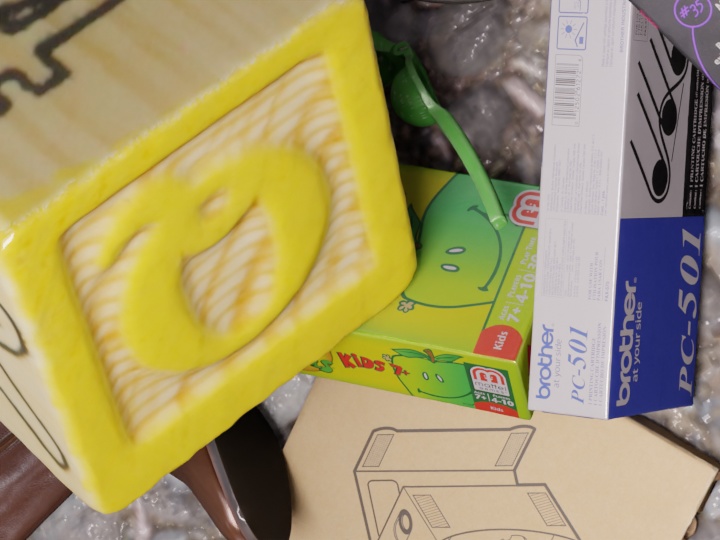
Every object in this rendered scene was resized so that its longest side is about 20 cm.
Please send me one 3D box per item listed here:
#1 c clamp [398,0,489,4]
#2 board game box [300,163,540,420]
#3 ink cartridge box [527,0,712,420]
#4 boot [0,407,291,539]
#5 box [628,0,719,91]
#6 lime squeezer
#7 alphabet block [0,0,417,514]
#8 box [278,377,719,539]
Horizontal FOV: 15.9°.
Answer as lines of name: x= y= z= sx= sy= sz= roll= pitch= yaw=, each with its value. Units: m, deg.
c clamp: x=0.023 y=-0.211 z=1.252 sx=0.170 sy=0.027 sz=0.201 roll=-33 pitch=79 yaw=15
board game box: x=0.000 y=0.000 z=1.228 sx=0.199 sy=0.048 sz=0.102 roll=10 pitch=56 yaw=21
ink cartridge box: x=0.121 y=-0.036 z=1.178 sx=0.044 sy=0.094 sz=0.201 roll=6 pitch=94 yaw=32
boot: x=-0.142 y=0.113 z=1.298 sx=0.200 sy=0.064 sz=0.187 roll=-37 pitch=55 yaw=16
box: x=0.143 y=-0.183 z=1.084 sx=0.200 sy=0.106 sz=0.122 roll=43 pitch=114 yaw=-14
lime squeezer: x=0.007 y=-0.081 z=1.235 sx=0.199 sy=0.071 sz=0.038 roll=24 pitch=145 yaw=35
alphabet block: x=-0.118 y=-0.052 z=1.139 sx=0.196 sy=0.196 sz=0.200 roll=-38 pitch=54 yaw=-19
box: x=0.054 y=0.117 z=1.254 sx=0.199 sy=0.021 sz=0.164 roll=29 pitch=103 yaw=18
